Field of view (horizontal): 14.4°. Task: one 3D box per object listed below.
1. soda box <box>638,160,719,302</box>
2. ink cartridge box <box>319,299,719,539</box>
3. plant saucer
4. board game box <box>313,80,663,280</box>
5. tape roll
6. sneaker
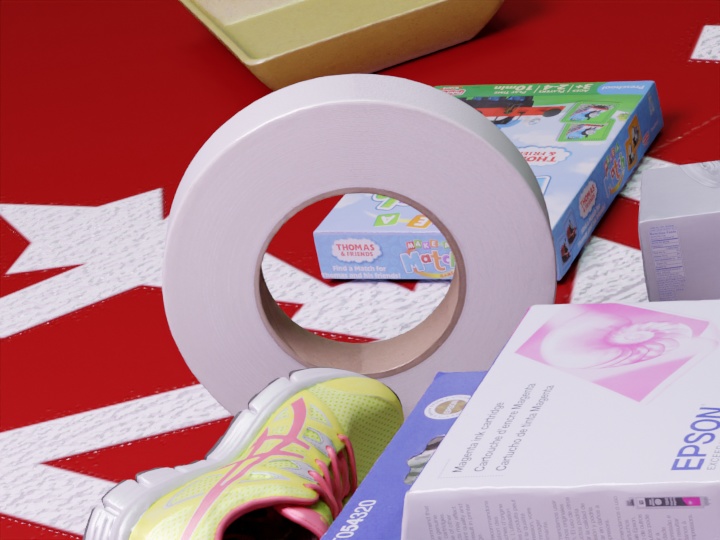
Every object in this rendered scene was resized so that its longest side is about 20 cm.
[{"bbox_3d":[0.250,-0.026,1.524,0.198,0.064,0.068,-7,26,12],"label":"soda box"},{"bbox_3d":[0.095,0.068,1.279,0.199,0.044,0.196,-2,22,21],"label":"ink cartridge box"},{"bbox_3d":[-0.011,-0.182,1.986,0.199,0.049,0.200,-19,26,-13],"label":"plant saucer"},{"bbox_3d":[0.079,-0.055,1.698,0.150,0.037,0.200,0,29,25],"label":"board game box"},{"bbox_3d":[0.000,0.000,1.436,0.201,0.204,0.037,-11,25,5],"label":"tape roll"},{"bbox_3d":[-0.036,0.114,1.361,0.090,0.079,0.200,15,35,38],"label":"sneaker"}]
